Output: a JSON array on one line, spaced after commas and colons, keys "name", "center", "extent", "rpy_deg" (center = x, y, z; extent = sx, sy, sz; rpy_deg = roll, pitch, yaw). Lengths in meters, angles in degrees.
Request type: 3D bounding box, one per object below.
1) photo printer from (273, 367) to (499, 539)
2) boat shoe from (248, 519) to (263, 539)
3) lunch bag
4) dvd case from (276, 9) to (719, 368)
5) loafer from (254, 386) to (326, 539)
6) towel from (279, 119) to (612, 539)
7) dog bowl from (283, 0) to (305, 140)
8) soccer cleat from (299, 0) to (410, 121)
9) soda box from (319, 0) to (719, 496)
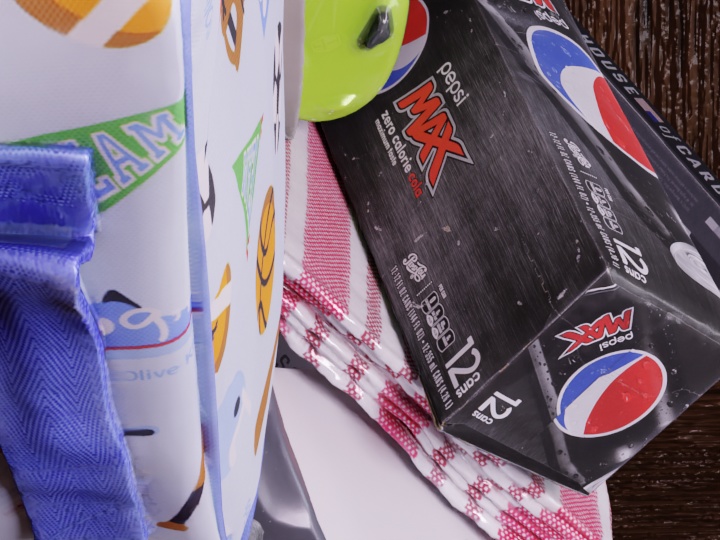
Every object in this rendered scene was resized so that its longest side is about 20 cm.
[{"name": "photo printer", "center": [0.015, 0.107, 0.799], "extent": [0.200, 0.069, 0.166], "rpy_deg": [8, 50, -61]}, {"name": "boat shoe", "center": [-0.040, 0.147, 0.589], "extent": [0.074, 0.068, 0.200], "rpy_deg": [-75, 163, -83]}, {"name": "lunch bag", "center": [-0.049, -0.044, 0.432], "extent": [0.200, 0.075, 0.160], "rpy_deg": [87, 4, -58]}, {"name": "dvd case", "center": [0.044, 0.015, 1.020], "extent": [0.150, 0.200, 0.025], "rpy_deg": [51, 25, 21]}, {"name": "loafer", "center": [-0.043, 0.052, 0.657], "extent": [0.063, 0.072, 0.200], "rpy_deg": [-97, 180, -56]}, {"name": "towel", "center": [0.000, 0.000, 0.824], "extent": [0.200, 0.030, 0.146], "rpy_deg": [43, 20, -19]}, {"name": "dog bowl", "center": [-0.050, -0.129, 0.652], "extent": [0.200, 0.059, 0.200], "rpy_deg": [-3, 90, -88]}, {"name": "soccer cleat", "center": [-0.032, -0.142, 0.793], "extent": [0.081, 0.067, 0.200], "rpy_deg": [-105, 178, -70]}, {"name": "soda box", "center": [0.039, -0.032, 0.813], "extent": [0.063, 0.071, 0.200], "rpy_deg": [28, 27, -38]}]
